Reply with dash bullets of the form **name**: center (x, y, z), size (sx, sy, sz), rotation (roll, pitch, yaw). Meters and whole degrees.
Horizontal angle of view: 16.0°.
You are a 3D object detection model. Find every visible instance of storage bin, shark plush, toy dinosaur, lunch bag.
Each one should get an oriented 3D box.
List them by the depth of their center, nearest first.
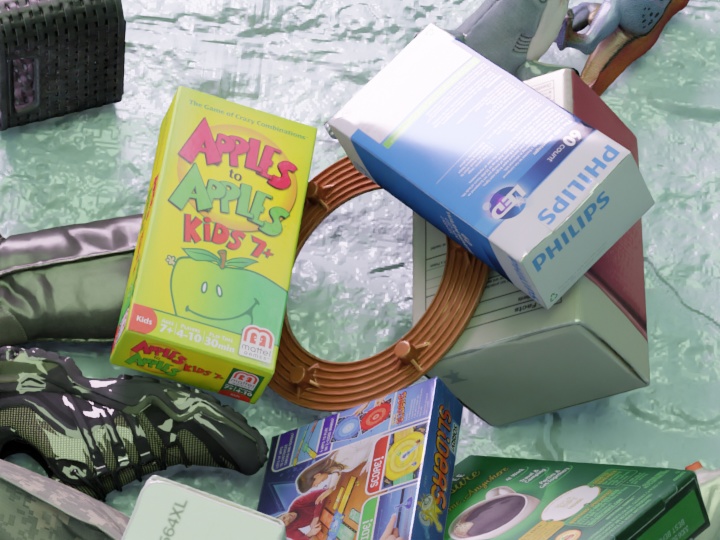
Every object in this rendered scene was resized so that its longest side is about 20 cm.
- **lunch bag**: center (-0.216, 0.176, 1.567), size (0.200, 0.164, 0.118), rotation (15, 82, 7)
- **storage bin**: center (-0.240, -0.217, 1.823), size (0.094, 0.135, 0.200), rotation (-14, 63, -14)
- **shark plush**: center (0.061, -0.159, 1.843), size (0.200, 0.083, 0.091), rotation (-19, 59, 10)
- **toy dinosaur**: center (0.210, -0.201, 1.926), size (0.181, 0.105, 0.200), rotation (-11, 95, -23)

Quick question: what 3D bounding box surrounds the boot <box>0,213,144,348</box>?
- **boot**: center (-0.204, -0.022, 1.753), size (0.200, 0.073, 0.182), rotation (-13, 76, -7)

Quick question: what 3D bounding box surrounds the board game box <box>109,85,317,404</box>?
- **board game box**: center (-0.096, -0.019, 1.714), size (0.101, 0.048, 0.200), rotation (16, 56, -11)

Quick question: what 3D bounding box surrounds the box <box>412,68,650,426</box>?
- **box**: center (0.115, -0.014, 1.737), size (0.128, 0.109, 0.200), rotation (-16, 56, 28)

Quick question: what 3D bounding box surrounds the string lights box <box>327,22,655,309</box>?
- **string lights box**: center (0.082, -0.071, 1.667), size (0.103, 0.059, 0.200), rotation (-44, 50, -10)

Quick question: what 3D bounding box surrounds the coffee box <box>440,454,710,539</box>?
- **coffee box**: center (0.106, 0.164, 1.613), size (0.123, 0.200, 0.044), rotation (-33, 112, -39)

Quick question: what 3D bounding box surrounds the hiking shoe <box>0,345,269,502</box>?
- **hiking shoe**: center (-0.162, 0.119, 1.687), size (0.200, 0.076, 0.101), rotation (14, 76, 4)

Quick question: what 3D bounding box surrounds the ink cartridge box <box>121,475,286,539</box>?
- **ink cartridge box**: center (-0.099, 0.217, 1.435), size (0.084, 0.200, 0.146), rotation (19, 72, 7)

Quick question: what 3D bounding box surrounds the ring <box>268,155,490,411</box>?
- **ring**: center (0.000, 0.000, 1.727), size (0.200, 0.019, 0.201), rotation (-17, 56, 27)

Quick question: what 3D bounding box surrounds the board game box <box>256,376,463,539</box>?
- **board game box**: center (-0.010, 0.167, 1.615), size (0.135, 0.034, 0.200), rotation (-21, 37, 29)

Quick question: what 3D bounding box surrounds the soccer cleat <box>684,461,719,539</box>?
- **soccer cleat**: center (0.197, 0.187, 1.687), size (0.200, 0.069, 0.078), rotation (-27, 71, -13)
